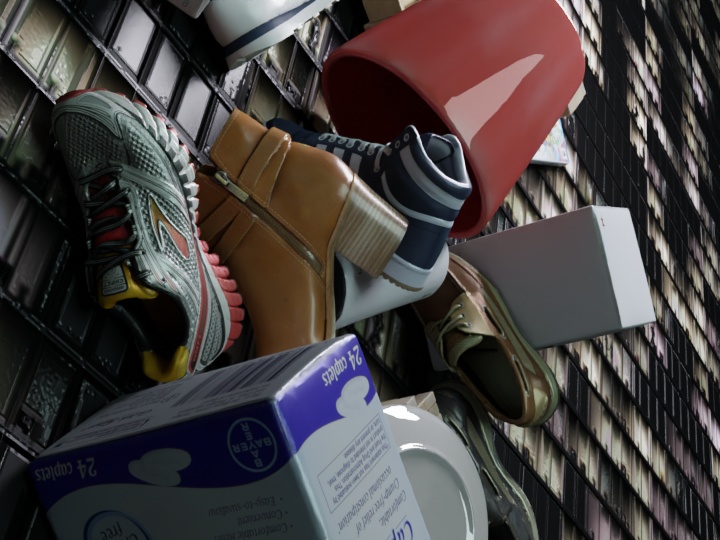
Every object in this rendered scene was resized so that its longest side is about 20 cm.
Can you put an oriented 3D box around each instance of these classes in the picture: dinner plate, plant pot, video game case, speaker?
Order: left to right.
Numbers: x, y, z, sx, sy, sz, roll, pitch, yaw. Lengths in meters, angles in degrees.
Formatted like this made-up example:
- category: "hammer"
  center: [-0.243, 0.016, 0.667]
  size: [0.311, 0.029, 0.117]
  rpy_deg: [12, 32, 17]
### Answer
- category: "speaker"
  center: [0.000, 0.000, 0.987]
  size: [0.199, 0.080, 0.083]
  rpy_deg: [-14, 89, -61]
- category: "dinner plate"
  center: [0.039, 0.209, 0.943]
  size: [0.198, 0.024, 0.204]
  rpy_deg: [7, 78, -38]
- category: "plant pot"
  center: [0.093, -0.161, 1.047]
  size: [0.177, 0.199, 0.202]
  rpy_deg: [-42, 118, -21]
- category: "video game case"
  center: [0.218, -0.211, 1.533]
  size: [0.199, 0.018, 0.146]
  rpy_deg: [-5, 81, -61]

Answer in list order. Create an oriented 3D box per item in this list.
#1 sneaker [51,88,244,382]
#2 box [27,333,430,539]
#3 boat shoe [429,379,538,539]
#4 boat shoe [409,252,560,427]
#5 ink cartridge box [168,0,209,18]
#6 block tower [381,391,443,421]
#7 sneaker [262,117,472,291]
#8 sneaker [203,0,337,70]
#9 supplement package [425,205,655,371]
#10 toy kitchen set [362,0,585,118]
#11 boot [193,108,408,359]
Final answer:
- category: "sneaker"
  center: [-0.140, -0.021, 0.751]
  size: [0.202, 0.077, 0.082]
  rpy_deg: [65, 32, -17]
- category: "box"
  center: [-0.065, 0.164, 0.686]
  size: [0.105, 0.182, 0.203]
  rpy_deg: [-37, 108, -60]
- category: "boat shoe"
  center: [0.099, 0.204, 1.085]
  size: [0.073, 0.074, 0.203]
  rpy_deg: [-24, 89, -51]
- category: "boat shoe"
  center: [0.103, 0.060, 1.078]
  size: [0.200, 0.076, 0.074]
  rpy_deg: [48, 24, 17]
- category: "ink cartridge box"
  center: [-0.158, -0.308, 0.892]
  size: [0.175, 0.045, 0.202]
  rpy_deg: [34, 43, -16]
- category: "block tower"
  center: [0.060, 0.204, 1.021]
  size: [0.058, 0.053, 0.203]
  rpy_deg: [-33, 106, -60]
- category: "sneaker"
  center: [0.005, -0.087, 0.921]
  size: [0.200, 0.109, 0.070]
  rpy_deg: [44, 25, 27]
- category: "sneaker"
  center: [-0.070, -0.241, 0.992]
  size: [0.081, 0.076, 0.200]
  rpy_deg: [56, 31, -12]
- category: "supplement package"
  center: [0.168, 0.019, 1.149]
  size: [0.116, 0.197, 0.119]
  rpy_deg: [-1, 77, -59]
- category: "toy kitchen set"
  center: [0.122, -0.254, 1.218]
  size: [0.163, 0.178, 0.203]
  rpy_deg: [-47, 121, -58]
- category: "boot"
  center: [-0.076, 0.001, 0.840]
  size: [0.154, 0.202, 0.077]
  rpy_deg: [32, 8, -10]
